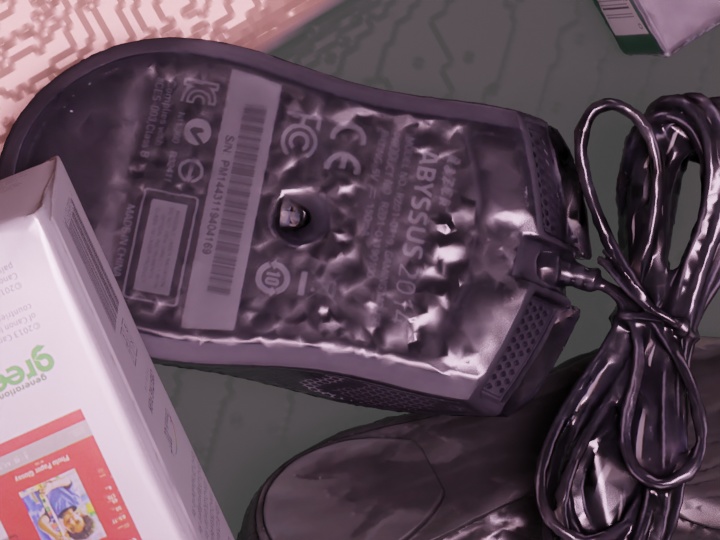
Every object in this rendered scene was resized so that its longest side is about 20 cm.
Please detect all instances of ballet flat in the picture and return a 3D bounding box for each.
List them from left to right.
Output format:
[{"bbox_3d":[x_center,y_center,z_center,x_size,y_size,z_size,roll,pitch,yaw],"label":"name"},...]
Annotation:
[{"bbox_3d":[0.060,0.061,0.734,0.199,0.057,0.067,-9,63,-12],"label":"ballet flat"}]

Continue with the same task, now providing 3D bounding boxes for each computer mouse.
[{"bbox_3d":[0.000,0.000,0.696,0.199,0.053,0.139,16,81,0],"label":"computer mouse"}]

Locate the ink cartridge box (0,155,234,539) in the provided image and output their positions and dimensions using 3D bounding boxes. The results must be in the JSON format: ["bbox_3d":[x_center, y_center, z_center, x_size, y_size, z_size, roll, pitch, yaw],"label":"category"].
[{"bbox_3d":[-0.131,0.095,0.633,0.200,0.084,0.176,-23,102,1],"label":"ink cartridge box"}]

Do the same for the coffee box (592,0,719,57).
[{"bbox_3d":[0.079,-0.173,0.708,0.123,0.044,0.200,-31,99,-5],"label":"coffee box"}]
